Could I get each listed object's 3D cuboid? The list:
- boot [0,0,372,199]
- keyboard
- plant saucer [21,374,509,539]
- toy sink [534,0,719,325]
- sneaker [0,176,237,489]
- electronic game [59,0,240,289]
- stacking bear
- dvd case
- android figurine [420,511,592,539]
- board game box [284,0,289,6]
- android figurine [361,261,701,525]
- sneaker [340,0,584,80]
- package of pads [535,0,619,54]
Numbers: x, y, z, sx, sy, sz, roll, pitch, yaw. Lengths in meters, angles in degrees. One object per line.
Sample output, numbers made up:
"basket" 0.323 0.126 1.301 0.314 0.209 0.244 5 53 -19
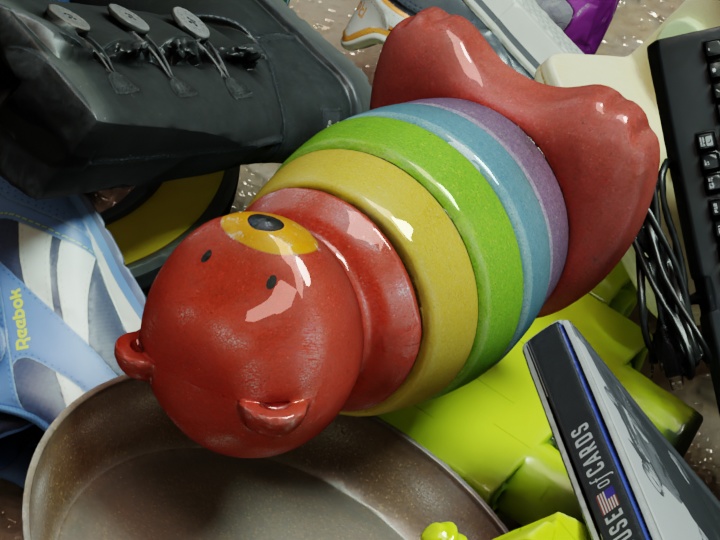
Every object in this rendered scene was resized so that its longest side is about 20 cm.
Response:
"boot" -0.107 -0.089 0.995 0.165 0.066 0.200 32 23 26
"keyboard" 0.151 0.005 0.968 0.104 0.040 0.201 -12 85 10
"plant saucer" -0.025 0.114 0.860 0.200 0.032 0.201 20 35 -15
"toy sink" 0.194 -0.063 1.061 0.200 0.112 0.131 0 56 -42
"sneaker" -0.125 0.024 0.951 0.082 0.074 0.200 -27 71 -23
"electronic game" -0.149 -0.057 1.073 0.199 0.042 0.200 8 44 -7
"stacking bear" 0.000 0.000 0.902 0.121 0.114 0.200 28 35 24
"dvd case" 0.123 0.119 0.872 0.025 0.150 0.200 -35 29 12
"android figurine" 0.079 0.162 0.825 0.200 0.041 0.182 47 33 -26
"board game box" -0.089 -0.172 1.091 0.134 0.200 0.029 17 55 2
"android figurine" 0.033 0.031 1.022 0.200 0.041 0.182 36 47 19
"sneaker" 0.077 -0.061 1.120 0.200 0.079 0.078 46 12 1
"package of pads" 0.107 -0.185 1.218 0.075 0.121 0.200 21 43 7
